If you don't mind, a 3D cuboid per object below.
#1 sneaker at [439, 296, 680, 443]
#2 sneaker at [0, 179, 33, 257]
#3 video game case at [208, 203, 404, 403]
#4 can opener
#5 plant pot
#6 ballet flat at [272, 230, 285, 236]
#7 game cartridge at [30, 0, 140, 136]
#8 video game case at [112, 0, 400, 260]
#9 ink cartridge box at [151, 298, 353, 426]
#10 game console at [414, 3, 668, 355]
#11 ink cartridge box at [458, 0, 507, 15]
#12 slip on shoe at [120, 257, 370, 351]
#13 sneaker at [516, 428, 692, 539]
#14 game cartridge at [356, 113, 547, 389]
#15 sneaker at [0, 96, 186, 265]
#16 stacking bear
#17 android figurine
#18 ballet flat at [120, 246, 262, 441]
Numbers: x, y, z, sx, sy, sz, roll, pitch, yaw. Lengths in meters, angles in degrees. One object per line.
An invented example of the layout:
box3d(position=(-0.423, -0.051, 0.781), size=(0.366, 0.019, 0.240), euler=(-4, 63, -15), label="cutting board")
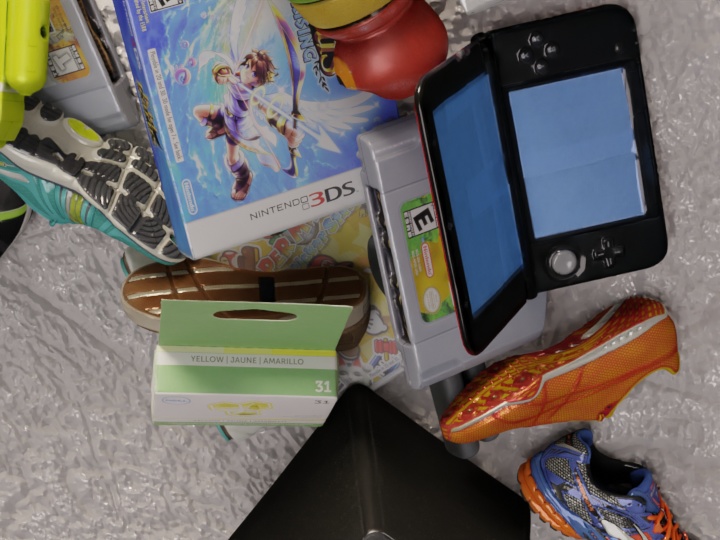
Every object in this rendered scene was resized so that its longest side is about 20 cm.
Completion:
box3d(position=(0.157, 0.094, 1.170), size=(0.198, 0.073, 0.078), euler=(-23, 110, 1), label="sneaker")
box3d(position=(-0.338, -0.019, 1.284), size=(0.071, 0.083, 0.201), euler=(32, 125, -2), label="sneaker")
box3d(position=(0.000, 0.000, 1.230), size=(0.199, 0.023, 0.182), euler=(-34, 104, 29), label="video game case")
box3d(position=(0.063, 0.054, 1.206), size=(0.066, 0.052, 0.202), euler=(11, 127, 50), label="can opener")
box3d(position=(0.017, 0.249, 1.226), size=(0.199, 0.178, 0.200), euler=(36, 102, -12), label="plant pot")
box3d(position=(-0.082, -0.130, 1.166), size=(0.075, 0.068, 0.202), euler=(16, 116, 37), label="ballet flat")
box3d(position=(-0.269, -0.191, 1.202), size=(0.132, 0.042, 0.202), euler=(-14, 113, 19), label="game cartridge")
box3d(position=(-0.067, -0.131, 1.092), size=(0.180, 0.045, 0.202), euler=(-19, 108, -19), label="video game case")
box3d(position=(-0.087, 0.076, 1.169), size=(0.144, 0.048, 0.200), euler=(2, 162, -8), label="ink cartridge box")
box3d(position=(0.132, -0.065, 1.064), size=(0.170, 0.119, 0.202), euler=(-12, 110, 1), label="game console")
box3d(position=(0.093, -0.265, 0.932), size=(0.143, 0.200, 0.146), euler=(-22, 111, 5), label="ink cartridge box")
box3d(position=(-0.091, 0.033, 1.214), size=(0.198, 0.077, 0.061), euler=(-2, 137, -2), label="slip on shoe")
box3d(position=(0.225, 0.205, 1.245), size=(0.199, 0.075, 0.079), euler=(34, 119, -5), label="sneaker")
box3d(position=(0.075, -0.024, 1.138), size=(0.040, 0.132, 0.202), euler=(20, 127, 57), label="game cartridge")
box3d(position=(-0.218, -0.067, 1.209), size=(0.199, 0.078, 0.080), euler=(32, 138, -1), label="sneaker")
box3d(position=(-0.009, -0.202, 1.022), size=(0.113, 0.121, 0.201), euler=(-38, 119, -10), label="stacking bear")
box3d(position=(-0.311, -0.167, 1.144), size=(0.180, 0.041, 0.202), euler=(8, 94, 22), label="android figurine")
box3d(position=(-0.128, 0.053, 1.281), size=(0.069, 0.070, 0.201), euler=(-18, 114, 25), label="ballet flat")
